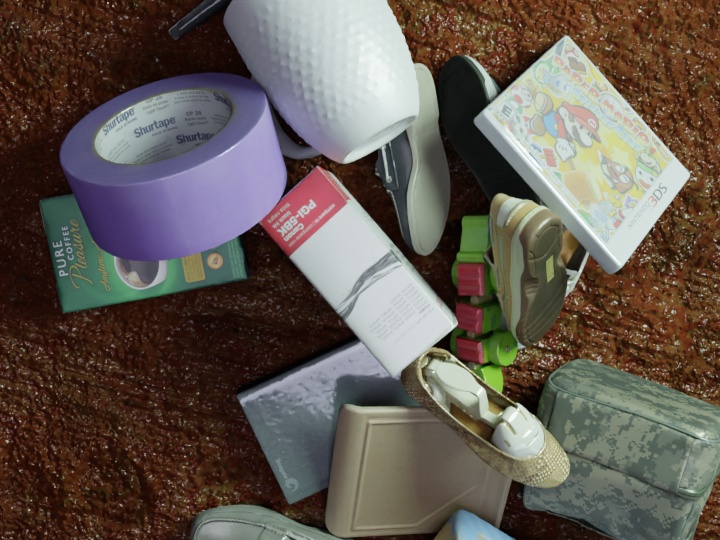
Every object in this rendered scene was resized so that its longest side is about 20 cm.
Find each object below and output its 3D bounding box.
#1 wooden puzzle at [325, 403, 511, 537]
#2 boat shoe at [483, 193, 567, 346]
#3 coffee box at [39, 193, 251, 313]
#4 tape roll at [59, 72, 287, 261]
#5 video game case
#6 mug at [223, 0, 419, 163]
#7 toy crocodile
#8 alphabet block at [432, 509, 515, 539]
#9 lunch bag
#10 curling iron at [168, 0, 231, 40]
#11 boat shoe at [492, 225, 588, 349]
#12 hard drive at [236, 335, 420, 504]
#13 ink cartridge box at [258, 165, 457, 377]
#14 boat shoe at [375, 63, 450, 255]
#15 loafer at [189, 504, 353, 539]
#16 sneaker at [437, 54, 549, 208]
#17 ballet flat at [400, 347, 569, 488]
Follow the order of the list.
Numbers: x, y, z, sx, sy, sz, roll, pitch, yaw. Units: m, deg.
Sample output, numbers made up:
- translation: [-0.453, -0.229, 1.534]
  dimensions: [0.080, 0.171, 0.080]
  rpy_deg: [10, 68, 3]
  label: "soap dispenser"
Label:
- translation: [0.066, 0.216, 1.120]
  dimensions: [0.198, 0.037, 0.186]
  rpy_deg: [3, 122, -8]
  label: "wooden puzzle"
- translation: [0.158, -0.004, 1.018]
  dimensions: [0.072, 0.076, 0.201]
  rpy_deg: [-39, 146, -23]
  label: "boat shoe"
- translation: [-0.224, -0.034, 1.073]
  dimensions: [0.198, 0.044, 0.124]
  rpy_deg: [-12, 99, -3]
  label: "coffee box"
- translation: [-0.175, -0.103, 0.970]
  dimensions: [0.198, 0.201, 0.085]
  rpy_deg: [-14, 126, -2]
  label: "tape roll"
- translation: [0.227, -0.122, 1.028]
  dimensions: [0.200, 0.023, 0.182]
  rpy_deg: [48, 52, -1]
  label: "video game case"
- translation: [-0.041, -0.190, 1.003]
  dimensions: [0.200, 0.147, 0.176]
  rpy_deg: [-35, 85, 45]
  label: "mug"
- translation: [0.126, 0.041, 1.091]
  dimensions: [0.061, 0.067, 0.202]
  rpy_deg: [-11, 104, -48]
  label: "toy crocodile"
- translation: [0.129, 0.418, 1.093]
  dimensions: [0.196, 0.196, 0.201]
  rpy_deg: [32, 109, -7]
  label: "alphabet block"
- translation: [0.274, 0.205, 1.084]
  dimensions: [0.199, 0.139, 0.169]
  rpy_deg: [19, 104, 26]
  label: "lunch bag"
- translation: [-0.107, -0.289, 1.043]
  dimensions: [0.199, 0.026, 0.050]
  rpy_deg: [-28, 98, 1]
  label: "curling iron"
- translation: [0.203, -0.002, 1.098]
  dimensions: [0.071, 0.070, 0.201]
  rpy_deg: [28, 99, -8]
  label: "boat shoe"
- translation: [-0.018, 0.154, 1.129]
  dimensions: [0.199, 0.033, 0.140]
  rpy_deg: [-24, 102, 1]
  label: "hard drive"
- translation: [0.000, 0.000, 1.027]
  dimensions: [0.083, 0.147, 0.200]
  rpy_deg: [-41, 89, 4]
  label: "ink cartridge box"
- translation: [0.048, -0.116, 1.083]
  dimensions: [0.062, 0.072, 0.202]
  rpy_deg: [7, 111, 38]
  label: "boat shoe"
- translation: [-0.091, 0.309, 1.133]
  dimensions: [0.198, 0.070, 0.071]
  rpy_deg: [12, 100, -6]
  label: "loafer"
- translation: [0.168, -0.138, 1.068]
  dimensions: [0.120, 0.084, 0.201]
  rpy_deg: [-7, 65, -41]
  label: "sneaker"
- translation: [0.126, 0.146, 1.029]
  dimensions: [0.199, 0.065, 0.071]
  rpy_deg: [32, 63, 11]
  label: "ballet flat"
